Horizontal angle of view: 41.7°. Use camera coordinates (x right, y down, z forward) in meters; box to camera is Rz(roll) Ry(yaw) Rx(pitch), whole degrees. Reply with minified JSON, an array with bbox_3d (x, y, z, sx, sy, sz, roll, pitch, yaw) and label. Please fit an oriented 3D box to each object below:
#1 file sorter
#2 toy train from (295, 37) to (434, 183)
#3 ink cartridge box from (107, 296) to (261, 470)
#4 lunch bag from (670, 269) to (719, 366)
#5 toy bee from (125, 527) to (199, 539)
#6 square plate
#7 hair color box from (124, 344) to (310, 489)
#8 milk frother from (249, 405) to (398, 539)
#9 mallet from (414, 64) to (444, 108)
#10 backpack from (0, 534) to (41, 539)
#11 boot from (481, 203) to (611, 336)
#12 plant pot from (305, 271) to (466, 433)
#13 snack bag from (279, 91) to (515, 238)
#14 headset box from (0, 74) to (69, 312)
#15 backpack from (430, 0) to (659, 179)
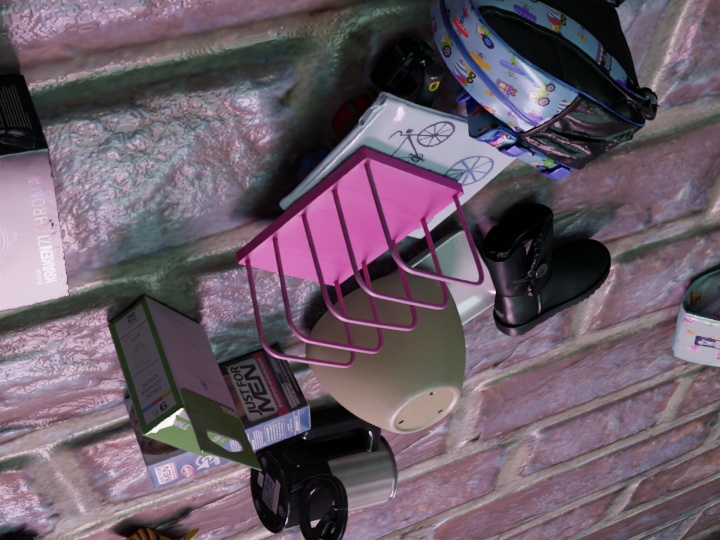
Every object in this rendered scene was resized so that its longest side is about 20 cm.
[{"bbox_3d":[0.000,0.000,0.933,0.139,0.125,0.200,14,142,-42],"label":"file sorter"},{"bbox_3d":[-0.003,-0.143,0.916,0.046,0.034,0.200,13,128,-43],"label":"toy train"},{"bbox_3d":[-0.185,0.131,0.983,0.059,0.200,0.104,-37,145,10],"label":"ink cartridge box"},{"bbox_3d":[0.625,0.076,1.592,0.200,0.122,0.170,-20,148,0],"label":"lunch bag"},{"bbox_3d":[-0.285,0.440,1.416,0.131,0.109,0.200,-20,121,0],"label":"toy bee"},{"bbox_3d":[0.075,0.039,1.214,0.198,0.028,0.200,-33,146,6],"label":"square plate"},{"bbox_3d":[-0.170,0.174,1.139,0.200,0.100,0.061,-20,144,-16],"label":"hair color box"},{"bbox_3d":[-0.026,0.311,1.338,0.188,0.200,0.181,-6,135,-32],"label":"milk frother"},{"bbox_3d":[0.060,-0.137,0.924,0.066,0.041,0.200,-12,158,-22],"label":"mallet"},{"bbox_3d":[-0.469,0.462,1.260,0.127,0.167,0.200,-2,144,-5],"label":"backpack"},{"bbox_3d":[0.245,-0.022,1.216,0.200,0.076,0.168,-33,140,-16],"label":"boot"},{"bbox_3d":[0.051,0.117,1.152,0.200,0.134,0.200,-20,144,-15],"label":"plant pot"},{"bbox_3d":[0.041,-0.097,0.931,0.200,0.021,0.189,8,146,-37],"label":"snack bag"},{"bbox_3d":[-0.345,-0.043,0.738,0.200,0.093,0.174,-13,142,-22],"label":"headset box"},{"bbox_3d":[0.142,-0.196,0.837,0.200,0.183,0.135,18,142,-32],"label":"backpack"}]
